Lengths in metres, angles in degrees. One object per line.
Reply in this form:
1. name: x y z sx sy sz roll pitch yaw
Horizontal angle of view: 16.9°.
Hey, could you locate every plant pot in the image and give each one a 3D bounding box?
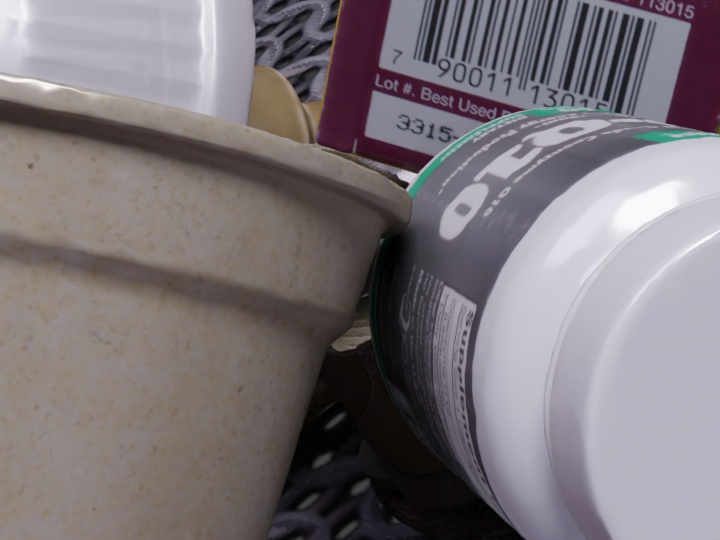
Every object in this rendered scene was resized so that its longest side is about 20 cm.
1. plant pot: -0.100 0.055 0.626 0.200 0.200 0.184 3 81 49

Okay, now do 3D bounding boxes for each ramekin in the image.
1. ramekin: -0.132 -0.062 0.853 0.202 0.094 0.203 -13 73 50

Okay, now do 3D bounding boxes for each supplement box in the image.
1. supplement box: 0.078 -0.103 0.829 0.130 0.104 0.200 17 27 11

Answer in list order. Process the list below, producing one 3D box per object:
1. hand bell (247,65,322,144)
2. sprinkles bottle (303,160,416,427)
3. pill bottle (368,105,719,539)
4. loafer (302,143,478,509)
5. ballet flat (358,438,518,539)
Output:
1. hand bell: -0.003 -0.059 0.946 0.199 0.105 0.104 -13 17 -27
2. sprinkles bottle: -0.003 0.004 0.890 0.200 0.068 0.068 -38 27 -9
3. pill bottle: 0.073 0.021 0.601 0.113 0.113 0.200 -35 13 -5
4. loafer: 0.000 0.000 0.783 0.076 0.068 0.200 -35 34 -8
5. ballet flat: 0.090 0.059 0.737 0.199 0.046 0.067 -8 39 32
